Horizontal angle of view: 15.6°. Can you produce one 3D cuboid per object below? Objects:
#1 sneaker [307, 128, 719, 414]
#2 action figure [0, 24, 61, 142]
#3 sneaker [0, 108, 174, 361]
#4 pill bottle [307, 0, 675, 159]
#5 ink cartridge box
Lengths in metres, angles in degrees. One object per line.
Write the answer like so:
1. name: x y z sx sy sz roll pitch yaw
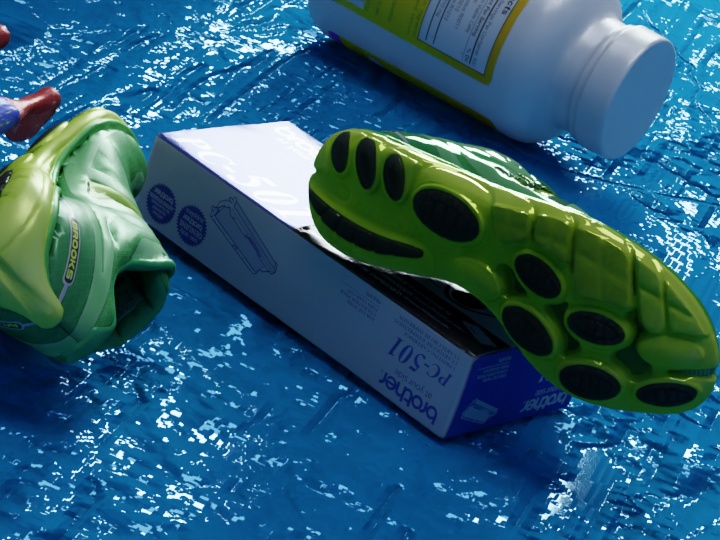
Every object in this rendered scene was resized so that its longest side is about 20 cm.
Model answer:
1. sneaker: 0.073 -0.011 1.107 0.200 0.074 0.083 32 29 25
2. action figure: -0.194 -0.059 1.108 0.066 0.052 0.200 55 21 -1
3. sneaker: -0.120 -0.008 1.072 0.084 0.074 0.200 50 14 -9
4. pill bottle: 0.074 -0.138 1.471 0.200 0.105 0.104 31 25 25
5. ink cartridge box: 0.000 0.000 1.176 0.200 0.044 0.094 35 27 31
